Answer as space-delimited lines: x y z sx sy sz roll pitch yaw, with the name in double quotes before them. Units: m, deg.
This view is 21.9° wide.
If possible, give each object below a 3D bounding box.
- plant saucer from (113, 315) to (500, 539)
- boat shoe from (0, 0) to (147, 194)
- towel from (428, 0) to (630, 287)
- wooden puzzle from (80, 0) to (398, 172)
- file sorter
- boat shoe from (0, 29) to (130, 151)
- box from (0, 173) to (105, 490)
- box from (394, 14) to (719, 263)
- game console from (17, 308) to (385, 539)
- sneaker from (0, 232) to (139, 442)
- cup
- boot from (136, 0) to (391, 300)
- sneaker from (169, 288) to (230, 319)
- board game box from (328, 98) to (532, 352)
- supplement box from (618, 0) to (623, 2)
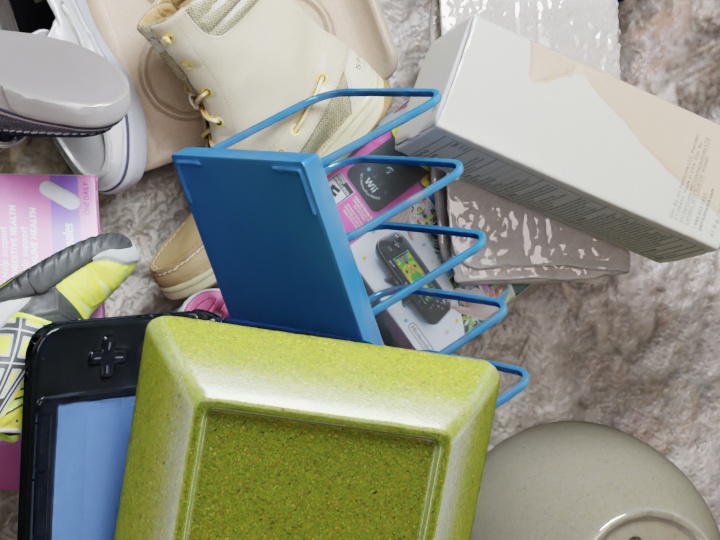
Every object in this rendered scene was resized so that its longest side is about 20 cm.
"plant saucer" -0.032 0.138 1.013 0.199 0.048 0.201 8 101 -9
"boat shoe" -0.199 -0.140 1.184 0.066 0.072 0.201 -26 100 -58
"towel" 0.112 -0.089 1.230 0.132 0.034 0.201 0 86 -16
"wooden puzzle" -0.097 -0.182 1.242 0.199 0.046 0.186 -21 93 -9
"file sorter" 0.000 0.000 1.118 0.122 0.138 0.201 -31 112 -31
"boat shoe" -0.228 -0.095 1.146 0.199 0.075 0.093 17 126 22
"box" -0.258 0.038 1.132 0.199 0.097 0.177 0 66 -15
"box" 0.132 -0.079 1.170 0.199 0.095 0.078 23 80 -14
"game console" -0.090 0.132 1.038 0.170 0.118 0.201 -4 104 -37
"sneaker" -0.201 0.053 1.056 0.200 0.075 0.077 -40 97 -21
"cup" 0.165 0.204 1.238 0.199 0.143 0.201 0 88 -14
"boot" -0.095 -0.095 1.175 0.200 0.073 0.155 -45 117 -1
"sneaker" -0.057 0.067 1.228 0.199 0.087 0.074 23 68 -35
"board game box" 0.071 -0.052 1.267 0.200 0.064 0.148 -38 97 -14
"supplement box" 0.119 -0.274 1.264 0.199 0.109 0.109 20 83 -12
